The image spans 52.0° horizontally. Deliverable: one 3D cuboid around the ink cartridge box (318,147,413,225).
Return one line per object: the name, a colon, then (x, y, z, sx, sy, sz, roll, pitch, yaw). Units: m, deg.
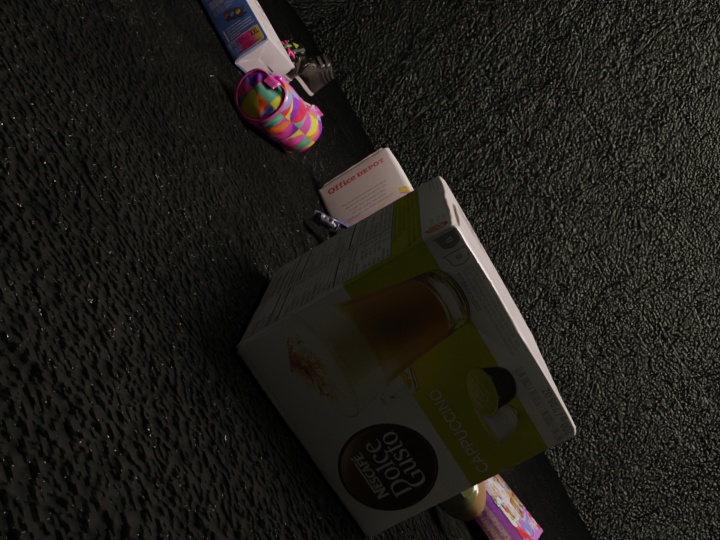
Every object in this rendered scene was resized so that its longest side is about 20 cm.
ink cartridge box: (0.034, -0.086, 1.248, 0.088, 0.145, 0.201, 45, 17, -58)

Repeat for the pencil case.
pencil case: (-0.120, -0.241, 1.122, 0.089, 0.088, 0.200, 60, 10, 7)

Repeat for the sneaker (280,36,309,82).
sneaker: (-0.162, -0.451, 1.531, 0.074, 0.087, 0.200, 61, 10, 11)

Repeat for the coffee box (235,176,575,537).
coffee box: (0.039, 0.065, 0.652, 0.200, 0.197, 0.200, 58, 11, -14)

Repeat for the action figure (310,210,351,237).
action figure: (0.000, 0.000, 1.075, 0.199, 0.105, 0.194, 26, 17, -25)

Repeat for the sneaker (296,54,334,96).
sneaker: (-0.135, -0.536, 1.900, 0.200, 0.099, 0.071, 39, 23, -60)

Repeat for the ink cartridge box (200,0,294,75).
ink cartridge box: (-0.207, -0.434, 1.281, 0.201, 0.076, 0.136, 63, 9, 12)

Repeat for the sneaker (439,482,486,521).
sneaker: (0.076, 0.195, 0.872, 0.090, 0.067, 0.201, 41, 19, -40)

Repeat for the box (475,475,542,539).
box: (0.190, 0.330, 1.036, 0.137, 0.039, 0.200, 51, 6, 21)
